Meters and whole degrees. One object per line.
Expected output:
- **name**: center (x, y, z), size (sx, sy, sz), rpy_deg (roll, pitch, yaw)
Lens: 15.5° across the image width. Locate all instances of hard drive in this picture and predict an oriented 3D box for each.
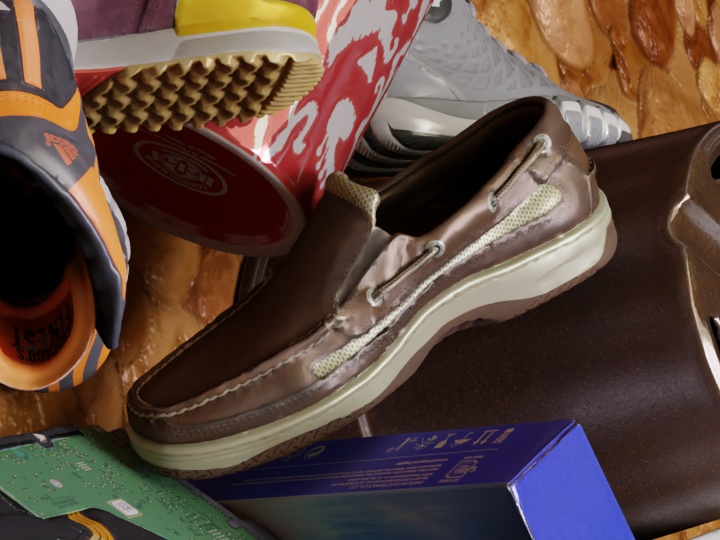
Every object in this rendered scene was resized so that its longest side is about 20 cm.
- **hard drive**: center (-0.084, 0.107, 0.852), size (0.140, 0.038, 0.200), rpy_deg (34, 15, 17)

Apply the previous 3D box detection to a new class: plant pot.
- **plant pot**: center (0.085, 0.035, 1.088), size (0.200, 0.198, 0.201), rpy_deg (27, 55, -47)

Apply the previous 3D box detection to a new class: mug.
- **mug**: center (-0.049, -0.120, 1.024), size (0.200, 0.177, 0.134), rpy_deg (-67, 152, -22)

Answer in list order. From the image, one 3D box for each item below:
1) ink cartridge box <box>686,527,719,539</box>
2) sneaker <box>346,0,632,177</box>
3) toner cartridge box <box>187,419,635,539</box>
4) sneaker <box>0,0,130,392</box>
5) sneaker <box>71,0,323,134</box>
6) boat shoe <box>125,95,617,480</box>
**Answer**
- **ink cartridge box**: center (0.144, 0.180, 1.026), size (0.200, 0.086, 0.148), rpy_deg (-9, 65, -57)
- **sneaker**: center (0.054, -0.103, 1.214), size (0.200, 0.075, 0.116), rpy_deg (0, 74, -55)
- **toner cartridge box**: center (0.012, 0.109, 0.942), size (0.043, 0.200, 0.095), rpy_deg (-38, 109, -39)
- **sneaker**: center (-0.112, 0.004, 0.850), size (0.200, 0.077, 0.112), rpy_deg (83, -5, -54)
- **sneaker**: center (-0.114, -0.097, 0.899), size (0.199, 0.075, 0.090), rpy_deg (-1, 69, -17)
- **boat shoe**: center (-0.003, -0.002, 0.952), size (0.202, 0.075, 0.075), rpy_deg (-30, 119, -23)
